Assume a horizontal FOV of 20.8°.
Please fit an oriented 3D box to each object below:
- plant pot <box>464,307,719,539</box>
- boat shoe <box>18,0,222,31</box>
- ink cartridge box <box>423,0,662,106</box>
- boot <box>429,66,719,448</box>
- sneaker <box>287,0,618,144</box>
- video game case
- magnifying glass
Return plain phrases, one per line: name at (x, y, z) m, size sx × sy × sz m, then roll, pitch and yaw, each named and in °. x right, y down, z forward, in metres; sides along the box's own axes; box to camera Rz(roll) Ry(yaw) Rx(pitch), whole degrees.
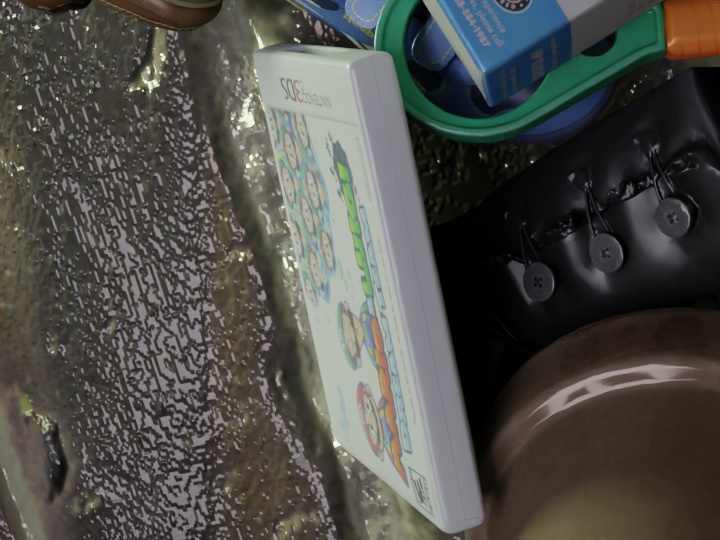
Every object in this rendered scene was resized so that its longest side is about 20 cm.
plant pot at (0.132, 0.142, 0.802) m, size 0.198 × 0.175 × 0.202 m, roll 5°, pitch 119°, yaw 10°
boat shoe at (-0.143, -0.163, 0.981) m, size 0.200 × 0.072 × 0.068 m, roll 37°, pitch 127°, yaw 28°
ink cartridge box at (0.105, -0.169, 0.778) m, size 0.199 × 0.068 × 0.116 m, roll -31°, pitch 81°, yaw 2°
boot at (0.117, 0.022, 0.880) m, size 0.199 × 0.066 × 0.166 m, roll -29°, pitch 91°, yaw 31°
sneaker at (0.022, -0.123, 0.864) m, size 0.199 × 0.082 × 0.074 m, roll 31°, pitch 82°, yaw 18°
video game case at (0.000, 0.000, 0.881) m, size 0.182 × 0.023 × 0.202 m, roll -154°, pitch 51°, yaw -73°
magnifying glass at (0.104, -0.098, 0.812) m, size 0.198 × 0.022 × 0.080 m, roll -4°, pitch 81°, yaw 3°
